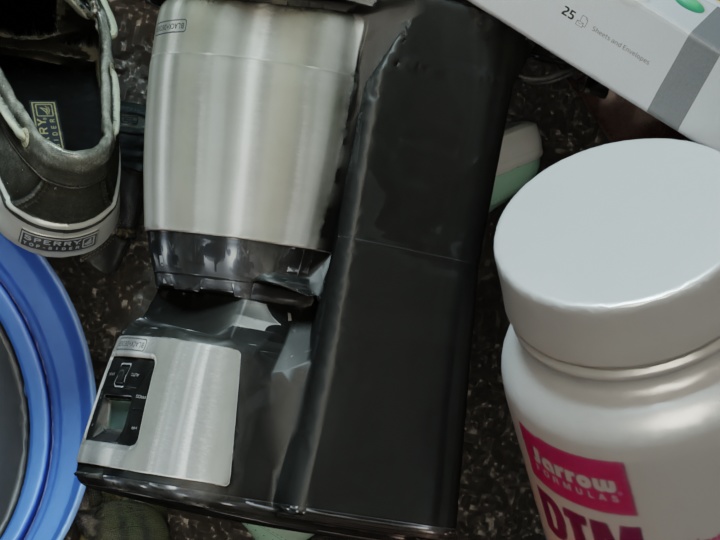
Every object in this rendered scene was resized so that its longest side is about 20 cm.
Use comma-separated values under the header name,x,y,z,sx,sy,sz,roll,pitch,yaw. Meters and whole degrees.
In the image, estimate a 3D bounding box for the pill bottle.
name,x,y,z,sx,sy,sz,roll,pitch,yaw
pill bottle,0.115,0.058,1.078,0.113,0.114,0.201,-19,126,-2

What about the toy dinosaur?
name,x,y,z,sx,sy,sz,roll,pitch,yaw
toy dinosaur,-0.110,0.109,1.215,0.088,0.047,0.201,8,87,-20

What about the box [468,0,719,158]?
name,x,y,z,sx,sy,sz,roll,pitch,yaw
box,0.105,-0.115,1.115,0.200,0.156,0.041,32,118,10

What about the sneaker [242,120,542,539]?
name,x,y,z,sx,sy,sz,roll,pitch,yaw
sneaker,0.013,0.031,1.207,0.200,0.074,0.118,-36,98,-7

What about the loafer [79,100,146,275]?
name,x,y,z,sx,sy,sz,roll,pitch,yaw
loafer,-0.185,-0.044,1.201,0.199,0.073,0.073,7,94,-1

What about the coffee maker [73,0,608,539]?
name,x,y,z,sx,sy,sz,roll,pitch,yaw
coffee maker,0.000,0.000,1.100,0.191,0.135,0.201,8,87,-4

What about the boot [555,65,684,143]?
name,x,y,z,sx,sy,sz,roll,pitch,yaw
boot,0.178,-0.092,1.220,0.166,0.072,0.200,-39,88,4

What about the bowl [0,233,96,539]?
name,x,y,z,sx,sy,sz,roll,pitch,yaw
bowl,-0.200,0.052,1.129,0.200,0.039,0.202,10,69,-26

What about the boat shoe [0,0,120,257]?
name,x,y,z,sx,sy,sz,roll,pitch,yaw
boat shoe,-0.128,-0.100,1.159,0.070,0.064,0.200,-6,52,-19

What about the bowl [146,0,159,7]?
name,x,y,z,sx,sy,sz,roll,pitch,yaw
bowl,-0.043,-0.203,1.188,0.200,0.105,0.202,0,89,-1
